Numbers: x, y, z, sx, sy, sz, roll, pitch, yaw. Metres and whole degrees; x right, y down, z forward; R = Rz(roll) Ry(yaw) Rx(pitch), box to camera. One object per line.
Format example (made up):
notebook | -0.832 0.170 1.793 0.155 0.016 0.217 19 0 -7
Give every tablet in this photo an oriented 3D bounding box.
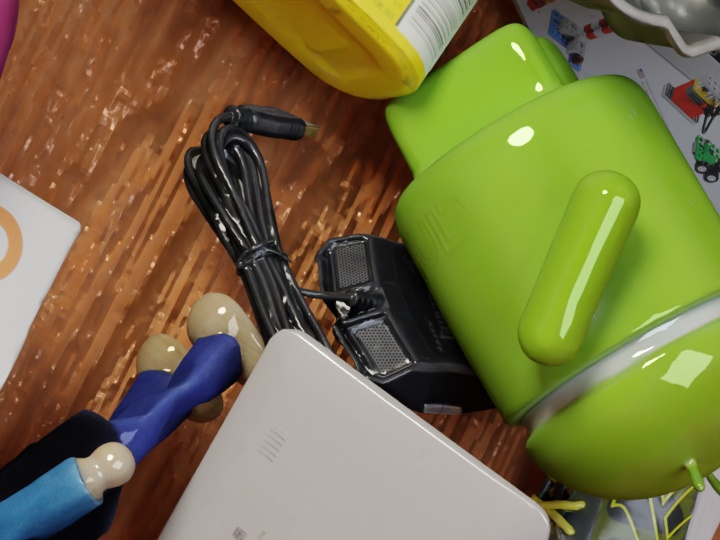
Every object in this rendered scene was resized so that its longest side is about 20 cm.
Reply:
tablet | -0.025 0.135 1.125 0.200 0.130 0.014 -60 165 22

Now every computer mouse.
computer mouse | 0.000 0.000 1.218 0.200 0.046 0.141 2 57 -52

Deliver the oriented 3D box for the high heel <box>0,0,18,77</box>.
high heel | -0.118 -0.117 1.088 0.096 0.067 0.201 16 48 -23

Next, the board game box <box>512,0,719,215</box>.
board game box | 0.153 -0.081 1.276 0.200 0.126 0.035 63 21 -16

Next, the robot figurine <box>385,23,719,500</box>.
robot figurine | 0.091 0.003 1.179 0.115 0.175 0.200 -32 79 11

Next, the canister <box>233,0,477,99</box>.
canister | 0.017 -0.187 1.181 0.148 0.086 0.200 43 69 -22

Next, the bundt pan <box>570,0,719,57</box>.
bundt pan | 0.129 -0.178 1.152 0.201 0.076 0.203 0 91 -30

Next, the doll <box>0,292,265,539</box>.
doll | -0.118 0.085 1.107 0.049 0.136 0.200 51 46 -1

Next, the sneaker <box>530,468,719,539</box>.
sneaker | 0.111 0.097 1.276 0.084 0.074 0.201 -1 91 -31

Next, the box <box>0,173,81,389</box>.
box | -0.223 -0.012 1.054 0.200 0.097 0.125 34 73 -27
